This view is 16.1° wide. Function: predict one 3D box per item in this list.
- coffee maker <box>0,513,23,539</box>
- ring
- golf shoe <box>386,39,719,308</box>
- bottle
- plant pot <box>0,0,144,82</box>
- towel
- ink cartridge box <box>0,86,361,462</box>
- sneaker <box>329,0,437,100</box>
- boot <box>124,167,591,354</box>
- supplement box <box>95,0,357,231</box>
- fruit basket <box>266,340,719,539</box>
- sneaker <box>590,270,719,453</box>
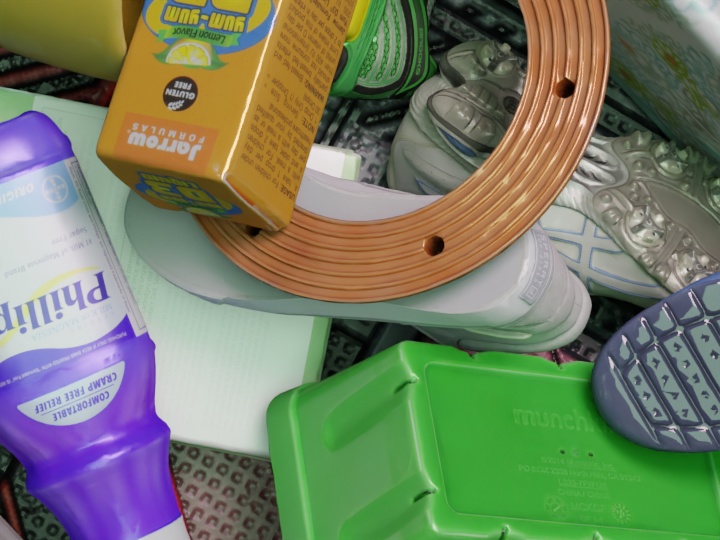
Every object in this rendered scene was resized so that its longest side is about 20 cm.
[{"bbox_3d":[-0.241,0.130,1.076,0.192,0.135,0.200,-36,105,-5],"label":"coffee maker"},{"bbox_3d":[0.010,-0.080,1.068,0.200,0.019,0.201,-7,70,21],"label":"ring"},{"bbox_3d":[0.103,-0.022,1.171,0.200,0.097,0.078,36,48,-5],"label":"golf shoe"},{"bbox_3d":[-0.132,0.035,1.094,0.083,0.065,0.200,-22,93,-8],"label":"bottle"},{"bbox_3d":[-0.155,-0.197,1.083,0.189,0.201,0.201,16,88,8],"label":"plant pot"},{"bbox_3d":[0.138,-0.115,1.125,0.048,0.171,0.200,-45,95,-7],"label":"towel"},{"bbox_3d":[-0.110,0.000,1.154,0.200,0.048,0.146,11,88,-6],"label":"ink cartridge box"},{"bbox_3d":[0.006,-0.172,1.167,0.085,0.078,0.200,16,79,-44],"label":"sneaker"},{"bbox_3d":[0.000,0.000,1.110,0.200,0.096,0.074,13,77,26],"label":"boot"},{"bbox_3d":[-0.041,-0.122,1.056,0.066,0.069,0.200,11,79,24],"label":"supplement box"},{"bbox_3d":[0.051,0.135,1.139,0.215,0.216,0.156,-5,59,-8],"label":"fruit basket"},{"bbox_3d":[0.189,0.020,1.103,0.200,0.082,0.074,-26,93,-8],"label":"sneaker"}]
